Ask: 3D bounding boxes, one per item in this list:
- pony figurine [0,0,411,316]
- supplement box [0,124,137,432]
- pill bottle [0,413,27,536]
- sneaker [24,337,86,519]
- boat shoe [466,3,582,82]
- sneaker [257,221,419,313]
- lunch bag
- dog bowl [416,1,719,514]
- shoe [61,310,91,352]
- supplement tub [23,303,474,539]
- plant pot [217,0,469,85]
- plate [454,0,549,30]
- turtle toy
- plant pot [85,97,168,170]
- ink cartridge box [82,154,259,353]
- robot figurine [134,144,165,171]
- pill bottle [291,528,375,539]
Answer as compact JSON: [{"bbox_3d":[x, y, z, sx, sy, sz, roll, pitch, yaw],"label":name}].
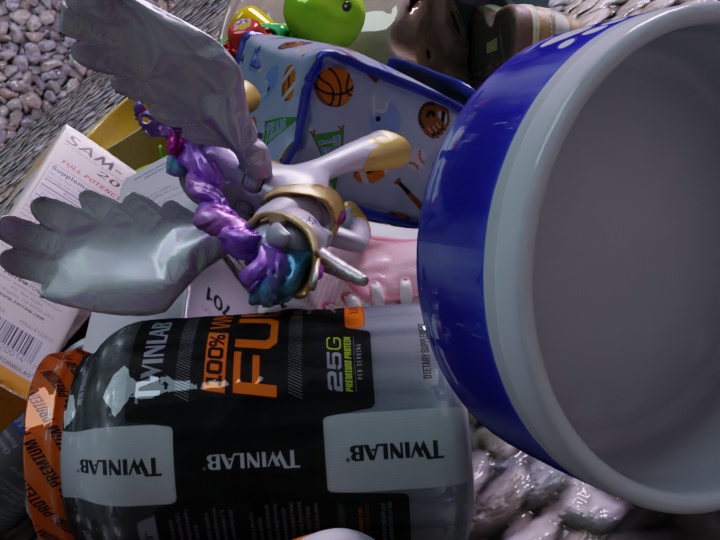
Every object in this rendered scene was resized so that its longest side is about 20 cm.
[{"bbox_3d":[-0.072,-0.052,0.567,0.200,0.192,0.167,-60,-10,-68],"label":"pony figurine"},{"bbox_3d":[-0.235,0.014,0.717,0.126,0.073,0.201,-36,27,42],"label":"supplement box"},{"bbox_3d":[-0.303,0.153,0.833,0.200,0.114,0.114,-40,24,2],"label":"pill bottle"},{"bbox_3d":[-0.191,0.107,0.725,0.073,0.072,0.200,-81,12,-48],"label":"sneaker"},{"bbox_3d":[0.149,-0.206,0.957,0.076,0.072,0.200,-3,14,-7],"label":"boat shoe"},{"bbox_3d":[0.031,0.022,0.626,0.199,0.076,0.105,5,40,21],"label":"sneaker"},{"bbox_3d":[0.012,-0.099,0.786,0.170,0.199,0.124,37,108,62],"label":"lunch bag"},{"bbox_3d":[0.126,-0.006,0.444,0.200,0.200,0.079,-44,22,-16],"label":"dog bowl"},{"bbox_3d":[-0.155,0.034,0.778,0.200,0.070,0.053,-37,-7,-26],"label":"shoe"},{"bbox_3d":[-0.050,0.082,0.509,0.199,0.123,0.123,-4,27,0],"label":"supplement tub"},{"bbox_3d":[-0.003,-0.196,1.006,0.183,0.201,0.201,-1,40,35],"label":"plant pot"},{"bbox_3d":[0.083,-0.271,1.026,0.200,0.200,0.026,0,72,53],"label":"plate"},{"bbox_3d":[-0.069,-0.163,0.887,0.200,0.146,0.101,-51,-5,9],"label":"turtle toy"},{"bbox_3d":[-0.196,-0.132,1.176,0.199,0.142,0.200,-29,25,15],"label":"plant pot"},{"bbox_3d":[-0.094,0.037,0.682,0.086,0.147,0.201,-25,39,19],"label":"ink cartridge box"},{"bbox_3d":[-0.164,-0.006,0.897,0.115,0.176,0.201,-9,56,21],"label":"robot figurine"},{"bbox_3d":[-0.072,0.192,0.458,0.199,0.113,0.113,-24,27,25],"label":"pill bottle"}]
